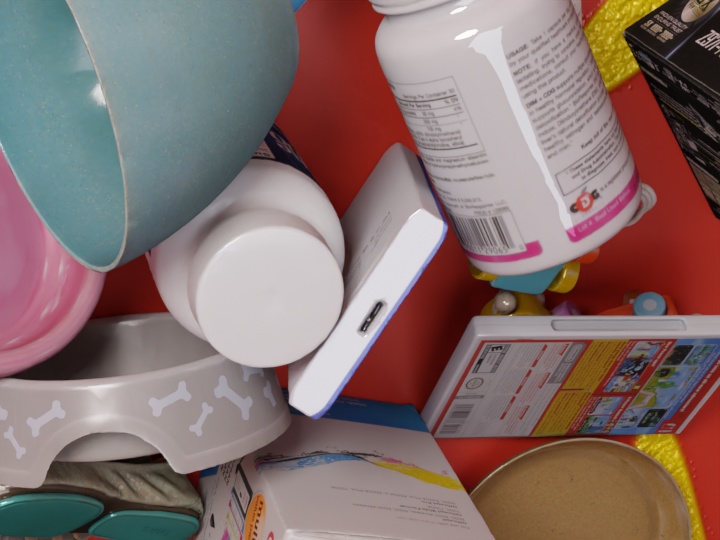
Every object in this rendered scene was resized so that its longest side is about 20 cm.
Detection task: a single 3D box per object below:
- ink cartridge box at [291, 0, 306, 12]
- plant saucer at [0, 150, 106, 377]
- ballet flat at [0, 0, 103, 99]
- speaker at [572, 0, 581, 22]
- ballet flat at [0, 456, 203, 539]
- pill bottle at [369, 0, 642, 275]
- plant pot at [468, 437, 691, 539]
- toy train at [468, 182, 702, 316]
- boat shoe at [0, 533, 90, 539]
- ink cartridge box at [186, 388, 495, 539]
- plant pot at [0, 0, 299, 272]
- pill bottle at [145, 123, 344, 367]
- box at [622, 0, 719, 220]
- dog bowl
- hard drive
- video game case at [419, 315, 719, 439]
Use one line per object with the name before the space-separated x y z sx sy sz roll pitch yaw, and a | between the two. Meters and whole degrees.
ink cartridge box | -0.043 -0.257 0.990 0.200 0.085 0.144 -45 117 7
plant saucer | -0.239 -0.030 0.994 0.200 0.201 0.051 37 138 -26
ballet flat | -0.195 -0.141 1.008 0.063 0.069 0.200 -28 114 35
speaker | 0.096 -0.175 1.066 0.081 0.081 0.201 -10 115 -11
ballet flat | -0.175 0.134 1.088 0.067 0.063 0.200 -31 154 21
pill bottle | 0.076 -0.109 0.989 0.113 0.113 0.201 -27 113 -4
plant pot | 0.144 0.206 1.267 0.198 0.028 0.201 -6 114 -13
toy train | 0.146 0.003 1.152 0.149 0.056 0.200 -17 140 4
boat shoe | -0.251 0.152 1.088 0.199 0.073 0.075 2 75 -50
ink cartridge box | -0.020 0.186 1.115 0.144 0.200 0.148 9 109 -19
plant pot | -0.112 -0.118 0.910 0.134 0.200 0.201 -24 118 -25
pill bottle | -0.072 -0.023 1.014 0.110 0.200 0.112 -6 113 -13
box | 0.267 -0.082 1.086 0.086 0.200 0.164 -33 116 0
dog bowl | -0.143 0.072 1.041 0.199 0.200 0.059 -8 102 -13
hard drive | 0.000 0.000 1.044 0.025 0.200 0.132 32 101 -10
video game case | 0.150 0.073 1.176 0.198 0.018 0.143 1 147 -16
